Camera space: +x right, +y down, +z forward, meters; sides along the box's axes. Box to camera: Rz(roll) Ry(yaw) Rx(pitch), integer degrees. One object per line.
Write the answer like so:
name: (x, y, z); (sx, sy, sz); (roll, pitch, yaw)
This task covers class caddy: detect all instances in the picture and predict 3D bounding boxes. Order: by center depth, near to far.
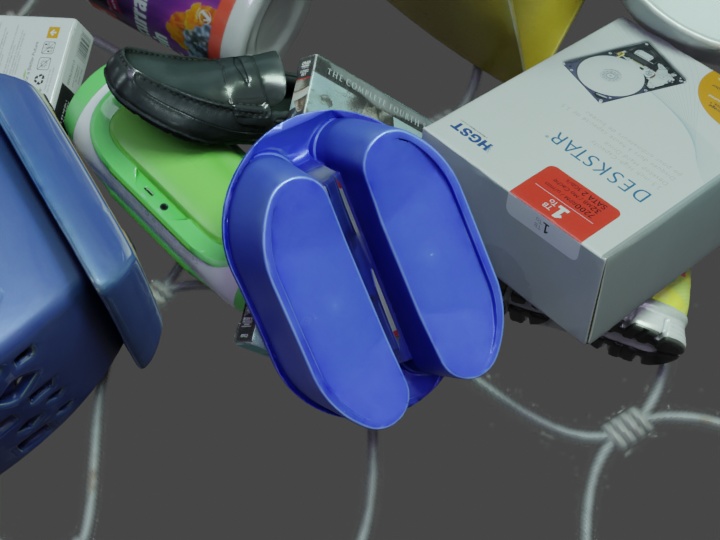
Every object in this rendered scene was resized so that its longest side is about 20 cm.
caddy: (0.000, 0.000, 0.794); (0.141, 0.105, 0.201); (-26, 105, -15)

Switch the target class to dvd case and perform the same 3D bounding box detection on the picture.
dvd case: (-0.003, -0.025, 0.875); (0.022, 0.145, 0.202); (-8, 64, 48)

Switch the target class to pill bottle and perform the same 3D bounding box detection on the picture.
pill bottle: (-0.142, -0.227, 0.947); (0.199, 0.112, 0.112); (30, 77, 12)

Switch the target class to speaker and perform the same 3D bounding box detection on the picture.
speaker: (-0.117, -0.058, 0.909); (0.088, 0.089, 0.200); (-44, 75, -9)

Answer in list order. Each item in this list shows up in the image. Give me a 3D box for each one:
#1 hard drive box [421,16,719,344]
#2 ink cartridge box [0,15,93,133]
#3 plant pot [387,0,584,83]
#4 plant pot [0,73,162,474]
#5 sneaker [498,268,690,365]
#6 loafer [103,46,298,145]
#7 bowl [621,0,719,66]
hard drive box: (0.160, -0.065, 0.843); (0.199, 0.077, 0.156); (-32, 55, -30)
ink cartridge box: (-0.301, -0.142, 0.961); (0.198, 0.037, 0.096); (7, 73, 17)
plant pot: (0.078, -0.280, 0.915); (0.175, 0.200, 0.201); (25, 76, 21)
plant pot: (-0.244, 0.003, 0.845); (0.179, 0.200, 0.201); (-30, 73, -12)
sneaker: (0.136, -0.011, 0.889); (0.198, 0.078, 0.091); (23, 68, 4)
loafer: (-0.078, -0.121, 0.882); (0.199, 0.071, 0.068); (12, 36, -35)
bowl: (0.260, -0.222, 0.924); (0.199, 0.090, 0.203); (1, 70, -4)
